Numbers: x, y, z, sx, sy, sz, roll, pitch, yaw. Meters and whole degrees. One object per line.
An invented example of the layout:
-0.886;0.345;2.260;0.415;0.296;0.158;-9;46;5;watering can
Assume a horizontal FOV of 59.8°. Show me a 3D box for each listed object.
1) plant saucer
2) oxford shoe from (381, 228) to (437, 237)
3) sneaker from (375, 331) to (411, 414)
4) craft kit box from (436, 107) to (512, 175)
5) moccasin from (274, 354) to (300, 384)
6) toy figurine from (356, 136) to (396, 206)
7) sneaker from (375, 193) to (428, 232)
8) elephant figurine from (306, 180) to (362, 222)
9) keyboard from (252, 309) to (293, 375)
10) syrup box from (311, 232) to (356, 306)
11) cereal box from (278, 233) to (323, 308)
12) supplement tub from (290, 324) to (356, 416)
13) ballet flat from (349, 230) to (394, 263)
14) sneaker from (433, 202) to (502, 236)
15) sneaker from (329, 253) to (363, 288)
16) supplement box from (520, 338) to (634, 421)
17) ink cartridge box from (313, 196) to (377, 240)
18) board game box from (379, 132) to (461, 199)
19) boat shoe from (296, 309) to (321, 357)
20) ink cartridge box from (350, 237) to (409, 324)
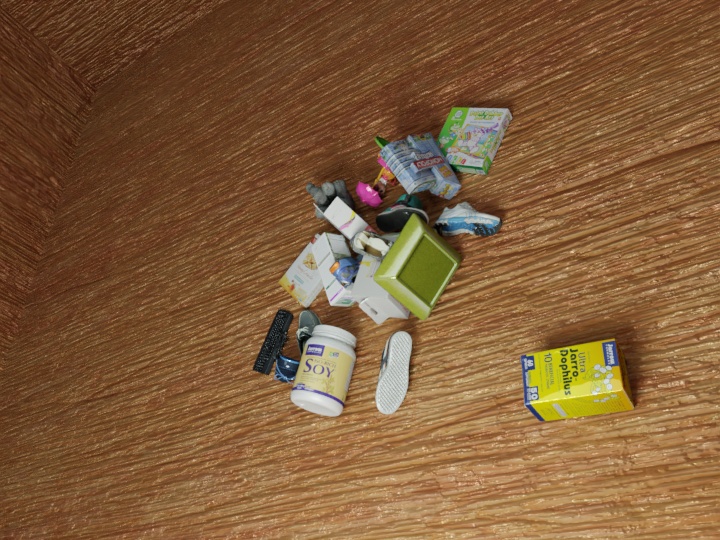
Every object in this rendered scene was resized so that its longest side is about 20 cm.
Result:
0.159;-0.003;1.581;0.202;0.198;0.048;-56;25;-8;plant saucer
0.131;-0.082;1.756;0.196;0.059;0.075;1;17;39;oxford shoe
0.084;0.254;1.566;0.079;0.076;0.205;147;139;-81;sneaker
0.316;-0.380;1.820;0.197;0.049;0.201;13;68;41;craft kit box
-0.198;0.277;1.720;0.079;0.200;0.070;21;77;-1;moccasin
0.065;-0.282;1.893;0.150;0.199;0.186;40;111;13;toy figurine
0.143;-0.162;1.756;0.120;0.085;0.198;-40;25;-30;sneaker
-0.087;-0.217;1.973;0.138;0.160;0.200;-14;6;-7;elephant figurine
-0.262;0.210;1.881;0.102;0.040;0.204;5;67;40;keyboard
-0.067;-0.002;1.797;0.081;0.077;0.204;-43;56;37;syrup box
-0.150;-0.001;1.930;0.202;0.039;0.143;-52;47;-3;cereal box
-0.092;0.262;1.641;0.142;0.145;0.205;-3;61;35;supplement tub
0.030;-0.071;1.639;0.198;0.072;0.073;27;79;45;ballet flat
0.290;-0.145;1.669;0.196;0.075;0.088;5;59;39;sneaker
0.000;0.000;1.740;0.075;0.197;0.080;-40;73;49;sneaker
0.441;0.228;1.282;0.196;0.109;0.111;-16;53;28;supplement box
-0.043;-0.146;1.816;0.068;0.199;0.116;-49;1;-1;ink cartridge box
0.181;-0.285;1.752;0.202;0.198;0.062;54;132;15;board game box
-0.149;0.187;1.792;0.072;0.062;0.203;-29;48;18;boat shoe
0.072;0.032;1.678;0.123;0.128;0.205;2;64;37;ink cartridge box
